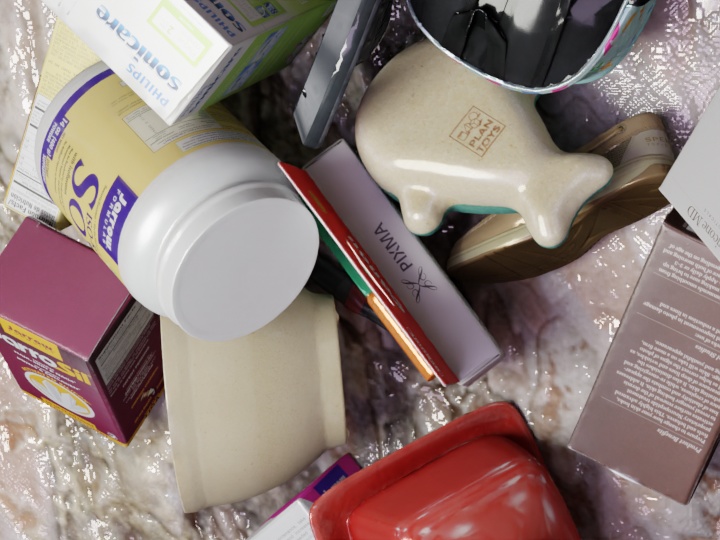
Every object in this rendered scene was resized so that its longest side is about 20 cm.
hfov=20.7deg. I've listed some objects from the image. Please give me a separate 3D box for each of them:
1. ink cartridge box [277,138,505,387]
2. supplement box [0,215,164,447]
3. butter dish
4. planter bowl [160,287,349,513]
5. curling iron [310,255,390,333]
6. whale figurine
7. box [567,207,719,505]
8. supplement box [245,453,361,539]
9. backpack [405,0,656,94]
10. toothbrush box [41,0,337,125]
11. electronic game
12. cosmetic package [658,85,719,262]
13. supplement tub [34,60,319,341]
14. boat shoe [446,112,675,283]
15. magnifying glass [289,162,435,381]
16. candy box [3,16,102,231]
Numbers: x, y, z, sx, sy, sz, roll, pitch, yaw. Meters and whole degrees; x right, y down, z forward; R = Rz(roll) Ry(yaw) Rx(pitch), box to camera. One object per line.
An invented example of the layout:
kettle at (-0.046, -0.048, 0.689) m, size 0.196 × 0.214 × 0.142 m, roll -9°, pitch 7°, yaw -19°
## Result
ink cartridge box at (0.028, -0.005, 1.439) m, size 0.045 × 0.176 × 0.200 m, roll -37°, pitch 83°, yaw 4°
supplement box at (-0.225, 0.052, 1.578) m, size 0.110 × 0.086 × 0.200 m, roll 26°, pitch 159°, yaw 14°
butter dish at (0.096, 0.222, 1.476) m, size 0.200 × 0.199 × 0.148 m, roll 67°, pitch 158°, yaw -8°
planter bowl at (-0.080, 0.083, 1.541) m, size 0.135 × 0.200 × 0.200 m, roll -6°, pitch 108°, yaw -2°
curling iron at (0.000, 0.011, 1.559) m, size 0.200 × 0.026 × 0.050 m, roll 29°, pitch 97°, yaw 18°
whale figurine at (0.092, -0.082, 1.416) m, size 0.200 × 0.104 × 0.159 m, roll 33°, pitch 81°, yaw 30°
box at (0.237, 0.059, 1.438) m, size 0.100 × 0.075 × 0.200 m, roll 26°, pitch 116°, yaw 13°
supplement box at (0.003, 0.267, 1.605) m, size 0.200 × 0.101 × 0.103 m, roll 48°, pitch 120°, yaw 2°
backpack at (0.130, -0.226, 1.337) m, size 0.177 × 0.151 × 0.200 m, roll 31°, pitch 111°, yaw 18°
toothbrush box at (-0.122, -0.204, 1.433) m, size 0.146 × 0.200 × 0.086 m, roll 45°, pitch 121°, yaw 5°
electronic game at (0.000, -0.180, 1.389) m, size 0.042 × 0.200 × 0.200 m, roll 21°, pitch 117°, yaw -4°
cosmetic package at (0.300, -0.099, 1.320) m, size 0.200 × 0.085 × 0.108 m, roll -63°, pitch 39°, yaw 26°
supplement tub at (-0.135, -0.054, 1.442) m, size 0.200 × 0.145 × 0.146 m, roll 45°, pitch 125°, yaw 39°
boat shoe at (0.146, -0.050, 1.451) m, size 0.200 × 0.071 × 0.065 m, roll -27°, pitch 61°, yaw 30°
magnifying glass at (0.000, 0.000, 1.513) m, size 0.022 × 0.080 × 0.200 m, roll -35°, pitch 80°, yaw 0°
candy box at (-0.205, -0.139, 1.544) m, size 0.055 × 0.115 × 0.200 m, roll 28°, pitch 118°, yaw 15°
